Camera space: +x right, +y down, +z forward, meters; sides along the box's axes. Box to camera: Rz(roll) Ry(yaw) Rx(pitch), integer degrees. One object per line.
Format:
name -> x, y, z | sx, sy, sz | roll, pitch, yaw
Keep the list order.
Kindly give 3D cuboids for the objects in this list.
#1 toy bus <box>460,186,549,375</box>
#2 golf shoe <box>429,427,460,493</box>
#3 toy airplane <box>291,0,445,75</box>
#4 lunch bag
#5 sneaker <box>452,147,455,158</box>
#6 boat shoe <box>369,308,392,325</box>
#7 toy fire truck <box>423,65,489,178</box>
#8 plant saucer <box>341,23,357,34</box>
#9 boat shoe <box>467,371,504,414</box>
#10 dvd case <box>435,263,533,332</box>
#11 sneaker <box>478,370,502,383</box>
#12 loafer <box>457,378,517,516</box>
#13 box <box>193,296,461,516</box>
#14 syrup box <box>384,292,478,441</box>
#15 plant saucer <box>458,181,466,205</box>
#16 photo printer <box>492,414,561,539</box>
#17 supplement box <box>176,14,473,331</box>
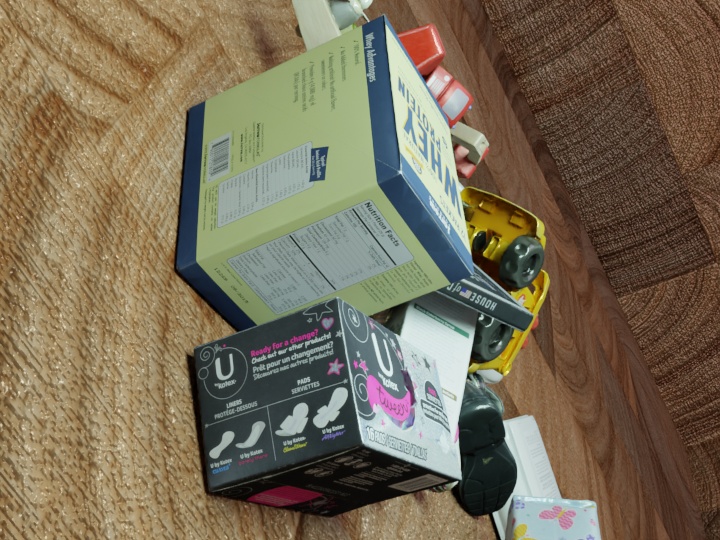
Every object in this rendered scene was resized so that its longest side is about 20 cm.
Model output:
toy bus -> 0.161, 0.024, 1.246 | 0.136, 0.201, 0.192 | 30, 7, 38
golf shoe -> 0.077, 0.136, 1.121 | 0.092, 0.073, 0.201 | 5, 64, -45
toy airplane -> -0.006, -0.188, 1.098 | 0.141, 0.199, 0.201 | -24, 135, -50
lunch bag -> 0.208, 0.382, 1.166 | 0.170, 0.127, 0.201 | -78, 168, -60
sneaker -> 0.026, -0.170, 1.193 | 0.200, 0.076, 0.091 | 43, 12, 18
boat shoe -> 0.000, 0.000, 1.084 | 0.200, 0.070, 0.071 | -103, -160, -73
toy fire truck -> 0.107, -0.175, 1.257 | 0.141, 0.049, 0.200 | 39, -4, -10
plant saucer -> 0.008, -0.239, 1.412 | 0.200, 0.048, 0.200 | 43, 31, -51
boat shoe -> 0.116, 0.141, 1.259 | 0.200, 0.071, 0.072 | 35, 38, -58
dvd case -> 0.061, -0.013, 1.025 | 0.200, 0.025, 0.150 | 24, 13, -33
sneaker -> 0.163, 0.072, 1.422 | 0.200, 0.099, 0.075 | 60, 18, -27
loafer -> 0.137, 0.204, 1.212 | 0.072, 0.073, 0.201 | -113, -168, -51
box -> -0.020, 0.113, 0.818 | 0.200, 0.132, 0.115 | 34, 40, -60
syrup box -> 0.052, 0.103, 1.011 | 0.081, 0.079, 0.200 | 30, 45, -12
plant saucer -> 0.078, -0.058, 1.342 | 0.200, 0.050, 0.201 | 23, 49, -29
photo printer -> 0.215, 0.294, 1.369 | 0.166, 0.069, 0.201 | 9, 61, -69
supplement box -> -0.031, -0.071, 0.883 | 0.134, 0.199, 0.200 | 50, 26, -43
